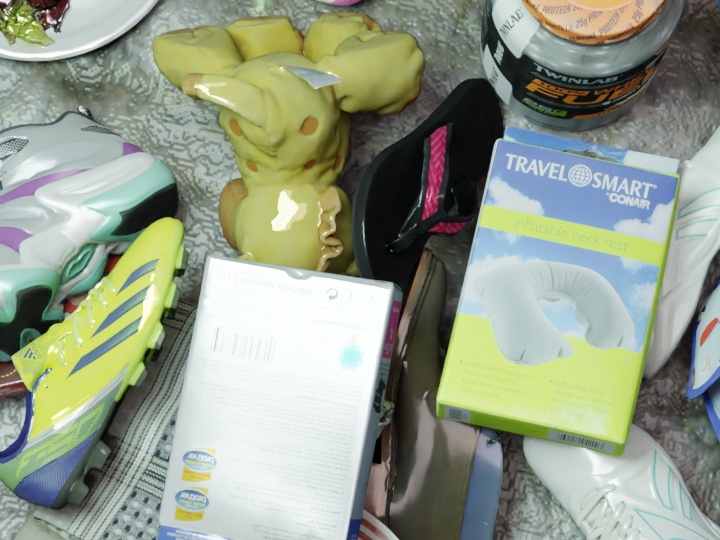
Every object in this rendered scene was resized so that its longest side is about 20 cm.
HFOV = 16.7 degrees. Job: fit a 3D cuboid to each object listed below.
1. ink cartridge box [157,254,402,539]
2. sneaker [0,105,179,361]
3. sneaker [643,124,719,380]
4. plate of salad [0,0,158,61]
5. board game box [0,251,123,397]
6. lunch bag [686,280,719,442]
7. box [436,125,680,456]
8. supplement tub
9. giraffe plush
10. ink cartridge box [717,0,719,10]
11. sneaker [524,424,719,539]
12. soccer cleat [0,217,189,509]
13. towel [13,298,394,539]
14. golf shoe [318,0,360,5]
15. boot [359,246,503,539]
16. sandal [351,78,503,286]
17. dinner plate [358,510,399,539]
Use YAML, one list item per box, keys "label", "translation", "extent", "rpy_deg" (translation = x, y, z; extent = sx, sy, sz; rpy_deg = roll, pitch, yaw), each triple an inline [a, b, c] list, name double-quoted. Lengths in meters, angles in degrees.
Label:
- label: "ink cartridge box"
  translation: [-0.051, 0.098, 1.479]
  extent: [0.119, 0.042, 0.200]
  rpy_deg: [10, 85, 13]
- label: "sneaker"
  translation: [-0.230, -0.031, 1.576]
  extent: [0.200, 0.078, 0.140]
  rpy_deg: [-38, 64, -25]
- label: "sneaker"
  translation: [0.204, -0.033, 1.591]
  extent: [0.080, 0.070, 0.200]
  rpy_deg: [27, 81, 8]
- label: "plate of salad"
  translation: [-0.216, -0.239, 1.640]
  extent: [0.200, 0.048, 0.200]
  rpy_deg: [0, 80, 0]
- label: "board game box"
  translation: [-0.247, 0.035, 1.591]
  extent: [0.200, 0.019, 0.103]
  rpy_deg: [-13, 65, -2]
- label: "lunch bag"
  translation: [0.292, 0.056, 1.507]
  extent: [0.124, 0.170, 0.200]
  rpy_deg: [-2, 58, -32]
- label: "box"
  translation: [0.127, 0.006, 1.533]
  extent: [0.122, 0.048, 0.200]
  rpy_deg: [12, 74, 5]
- label: "supplement tub"
  translation: [0.139, -0.167, 1.549]
  extent: [0.122, 0.200, 0.123]
  rpy_deg: [0, 80, 1]
- label: "giraffe plush"
  translation: [-0.042, -0.065, 1.566]
  extent: [0.172, 0.200, 0.162]
  rpy_deg: [-4, 109, -5]
- label: "ink cartridge box"
  translation: [0.329, -0.111, 1.584]
  extent: [0.116, 0.068, 0.200]
  rpy_deg: [-17, 78, -33]
- label: "sneaker"
  translation: [0.178, 0.165, 1.533]
  extent: [0.200, 0.080, 0.070]
  rpy_deg: [42, 126, 10]
- label: "soccer cleat"
  translation: [-0.172, 0.052, 1.531]
  extent: [0.084, 0.065, 0.200]
  rpy_deg: [26, 92, -2]
- label: "towel"
  translation: [-0.104, 0.131, 1.544]
  extent: [0.192, 0.035, 0.200]
  rpy_deg: [26, 81, 28]
- label: "golf shoe"
  translation: [-0.062, -0.260, 1.623]
  extent: [0.075, 0.092, 0.200]
  rpy_deg: [-41, 83, -8]
- label: "boot"
  translation: [0.052, 0.090, 1.574]
  extent: [0.097, 0.075, 0.200]
  rpy_deg: [13, 89, -8]
- label: "sandal"
  translation: [0.052, -0.059, 1.552]
  extent: [0.045, 0.075, 0.200]
  rpy_deg: [3, 37, 33]
- label: "dinner plate"
  translation: [-0.041, 0.237, 1.540]
  extent: [0.200, 0.024, 0.201]
  rpy_deg: [-2, 85, 23]
